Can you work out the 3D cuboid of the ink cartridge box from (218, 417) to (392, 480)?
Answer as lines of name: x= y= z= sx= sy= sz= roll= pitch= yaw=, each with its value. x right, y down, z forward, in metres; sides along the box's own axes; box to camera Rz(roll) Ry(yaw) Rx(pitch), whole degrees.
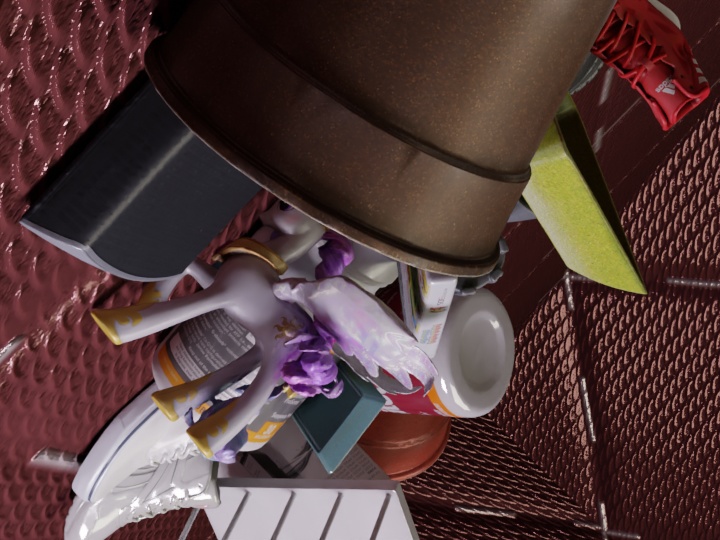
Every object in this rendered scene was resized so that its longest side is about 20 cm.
ink cartridge box: x=-0.082 y=0.197 z=1.546 sx=0.083 sy=0.200 sz=0.147 roll=-34 pitch=165 yaw=-46

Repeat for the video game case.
video game case: x=0.038 y=-0.057 z=1.096 sx=0.023 sy=0.200 sz=0.182 roll=-5 pitch=162 yaw=-4

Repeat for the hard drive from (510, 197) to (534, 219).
hard drive: x=0.096 y=-0.101 z=1.258 sx=0.042 sy=0.135 sz=0.200 roll=-24 pitch=172 yaw=12

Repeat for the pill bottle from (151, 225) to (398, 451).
pill bottle: x=-0.060 y=0.034 z=1.225 sx=0.200 sy=0.116 sz=0.116 roll=-48 pitch=170 yaw=16

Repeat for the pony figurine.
pony figurine: x=-0.052 y=0.036 z=1.082 sx=0.200 sy=0.193 sz=0.167 roll=-39 pitch=179 yaw=-14

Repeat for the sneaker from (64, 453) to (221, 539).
sneaker: x=-0.175 y=0.188 z=1.417 sx=0.200 sy=0.099 sz=0.078 roll=-44 pitch=170 yaw=-7

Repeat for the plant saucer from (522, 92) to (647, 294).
plant saucer: x=0.135 y=-0.097 z=1.166 sx=0.048 sy=0.200 sz=0.200 roll=-23 pitch=142 yaw=13

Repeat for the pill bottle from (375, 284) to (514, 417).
pill bottle: x=0.025 y=0.068 z=1.388 sx=0.200 sy=0.113 sz=0.113 roll=0 pitch=-155 yaw=39

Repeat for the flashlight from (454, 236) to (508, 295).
flashlight: x=0.070 y=-0.016 z=1.263 sx=0.200 sy=0.068 sz=0.068 roll=-167 pitch=-86 yaw=-78

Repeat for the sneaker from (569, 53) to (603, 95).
sneaker: x=0.191 y=-0.231 z=1.370 sx=0.091 sy=0.076 sz=0.200 roll=-9 pitch=137 yaw=-58

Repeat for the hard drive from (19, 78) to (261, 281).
hard drive: x=-0.106 y=-0.050 z=0.900 sx=0.135 sy=0.042 sz=0.200 roll=-46 pitch=170 yaw=3

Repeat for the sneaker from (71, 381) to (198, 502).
sneaker: x=-0.157 y=0.131 z=1.343 sx=0.200 sy=0.071 sz=0.073 roll=-45 pitch=170 yaw=-2

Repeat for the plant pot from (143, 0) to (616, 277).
plant pot: x=0.033 y=-0.134 z=0.748 sx=0.198 sy=0.200 sz=0.200 roll=-56 pitch=167 yaw=19

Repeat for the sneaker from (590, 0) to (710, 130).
sneaker: x=0.224 y=-0.185 z=1.289 sx=0.200 sy=0.116 sz=0.078 roll=14 pitch=128 yaw=-43

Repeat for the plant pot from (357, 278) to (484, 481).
plant pot: x=0.024 y=0.074 z=1.577 sx=0.201 sy=0.201 sz=0.195 roll=-37 pitch=159 yaw=-41

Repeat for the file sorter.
file sorter: x=-0.057 y=0.278 z=1.424 sx=0.125 sy=0.200 sz=0.139 roll=-64 pitch=144 yaw=-48

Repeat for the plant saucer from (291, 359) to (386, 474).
plant saucer: x=-0.031 y=0.096 z=1.255 sx=0.070 sy=0.019 sz=0.200 roll=-53 pitch=-159 yaw=2
